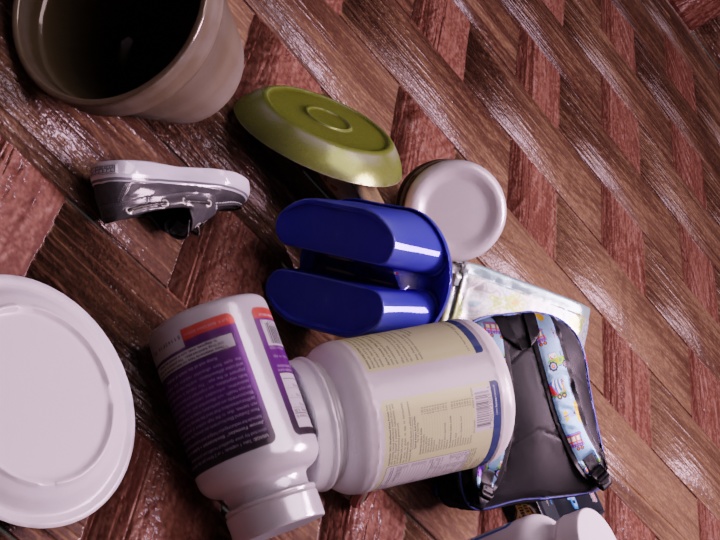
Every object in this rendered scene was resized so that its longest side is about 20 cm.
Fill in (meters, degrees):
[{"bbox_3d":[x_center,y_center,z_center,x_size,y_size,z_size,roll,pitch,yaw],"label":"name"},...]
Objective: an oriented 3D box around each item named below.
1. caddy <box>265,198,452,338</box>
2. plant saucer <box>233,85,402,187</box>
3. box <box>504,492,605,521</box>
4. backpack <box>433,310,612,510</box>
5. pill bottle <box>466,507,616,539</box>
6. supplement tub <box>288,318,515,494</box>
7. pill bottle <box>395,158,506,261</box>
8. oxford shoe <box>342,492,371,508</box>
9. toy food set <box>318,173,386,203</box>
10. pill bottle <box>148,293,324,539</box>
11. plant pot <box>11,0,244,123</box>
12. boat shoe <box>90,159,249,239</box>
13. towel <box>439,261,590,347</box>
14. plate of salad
[{"bbox_3d":[0.000,0.000,1.453,0.105,0.200,0.142,4,97,-50],"label":"caddy"},{"bbox_3d":[-0.040,-0.154,1.574,0.200,0.031,0.200,21,23,-9],"label":"plant saucer"},{"bbox_3d":[0.205,0.222,1.730,0.159,0.046,0.200,-5,69,-58],"label":"box"},{"bbox_3d":[0.157,0.148,1.539,0.182,0.135,0.200,-6,83,-18],"label":"backpack"},{"bbox_3d":[0.152,0.306,1.413,0.112,0.200,0.112,38,37,-36],"label":"pill bottle"},{"bbox_3d":[0.027,0.129,1.351,0.200,0.145,0.145,-9,69,-24],"label":"supplement tub"},{"bbox_3d":[0.099,-0.074,1.684,0.114,0.114,0.200,58,-1,-6],"label":"pill bottle"},{"bbox_3d":[0.005,0.158,1.470,0.075,0.070,0.200,26,39,-1],"label":"oxford shoe"},{"bbox_3d":[0.023,-0.035,1.598,0.198,0.049,0.200,63,3,32],"label":"toy food set"},{"bbox_3d":[-0.102,0.131,1.250,0.111,0.111,0.200,1,65,-58],"label":"pill bottle"},{"bbox_3d":[-0.198,-0.221,1.356,0.174,0.200,0.200,35,34,-67],"label":"plant pot"},{"bbox_3d":[-0.174,-0.062,1.357,0.200,0.070,0.066,5,78,-60],"label":"boat shoe"},{"bbox_3d":[0.162,0.093,1.647,0.200,0.048,0.171,20,79,-20],"label":"towel"},{"bbox_3d":[-0.258,0.100,1.096,0.200,0.048,0.200,25,52,-37],"label":"plate of salad"}]
